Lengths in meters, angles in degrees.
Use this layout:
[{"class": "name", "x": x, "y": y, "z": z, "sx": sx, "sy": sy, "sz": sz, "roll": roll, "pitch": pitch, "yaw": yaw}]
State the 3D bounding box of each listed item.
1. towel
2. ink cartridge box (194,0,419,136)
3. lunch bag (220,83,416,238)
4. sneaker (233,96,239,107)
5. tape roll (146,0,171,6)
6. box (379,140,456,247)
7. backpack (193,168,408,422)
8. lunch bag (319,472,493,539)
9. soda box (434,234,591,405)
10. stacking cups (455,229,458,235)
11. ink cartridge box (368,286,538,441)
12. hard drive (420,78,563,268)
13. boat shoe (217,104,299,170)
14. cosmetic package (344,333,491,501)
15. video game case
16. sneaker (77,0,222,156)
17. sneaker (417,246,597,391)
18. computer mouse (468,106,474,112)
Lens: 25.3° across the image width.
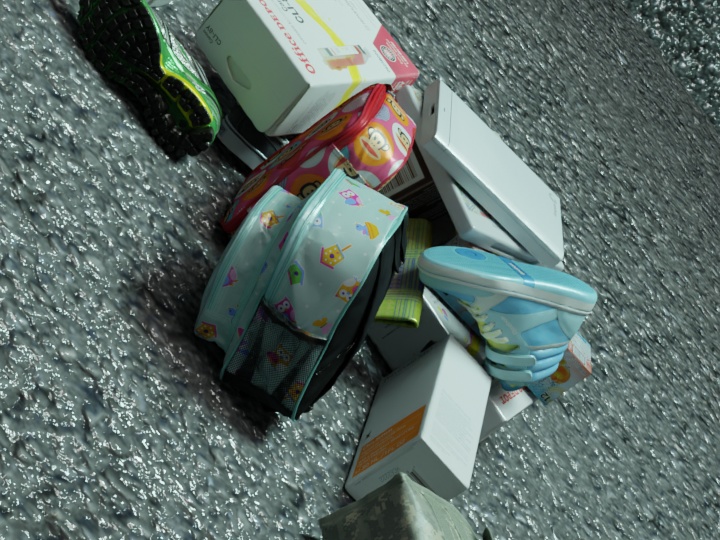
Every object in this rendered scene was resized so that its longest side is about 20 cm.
[{"class": "towel", "x": 0.000, "y": 0.000, "z": 1.636, "sx": 0.200, "sy": 0.143, "sz": 0.023, "roll": -81, "pitch": 169, "yaw": -59}, {"class": "ink cartridge box", "x": -0.054, "y": -0.226, "z": 1.693, "sx": 0.200, "sy": 0.083, "sz": 0.145, "roll": -15, "pitch": 64, "yaw": -53}, {"class": "lunch bag", "x": -0.037, "y": -0.099, "z": 1.595, "sx": 0.082, "sy": 0.200, "sz": 0.176, "roll": 50, "pitch": 22, "yaw": -12}, {"class": "sneaker", "x": -0.050, "y": -0.156, "z": 1.777, "sx": 0.200, "sy": 0.085, "sz": 0.077, "roll": 40, "pitch": 30, "yaw": -28}, {"class": "tape roll", "x": -0.224, "y": -0.407, "z": 1.724, "sx": 0.203, "sy": 0.139, "sz": 0.203, "roll": 41, "pitch": 27, "yaw": -26}, {"class": "box", "x": 0.067, "y": -0.074, "z": 1.806, "sx": 0.200, "sy": 0.100, "sz": 0.075, "roll": 44, "pitch": 22, "yaw": -60}, {"class": "backpack", "x": -0.048, "y": 0.006, "z": 1.444, "sx": 0.153, "sy": 0.200, "sz": 0.176, "roll": 37, "pitch": 28, "yaw": 0}, {"class": "lunch bag", "x": 0.072, "y": 0.297, "z": 1.392, "sx": 0.200, "sy": 0.117, "sz": 0.164, "roll": 39, "pitch": 27, "yaw": -42}, {"class": "soda box", "x": 0.160, "y": 0.047, "z": 1.711, "sx": 0.200, "sy": 0.068, "sz": 0.064, "roll": 46, "pitch": 23, "yaw": -16}, {"class": "stacking cups", "x": 0.152, "y": 0.026, "z": 1.828, "sx": 0.061, "sy": 0.060, "sz": 0.201, "roll": -92, "pitch": 171, "yaw": -50}, {"class": "ink cartridge box", "x": 0.096, "y": 0.086, "z": 1.732, "sx": 0.200, "sy": 0.084, "sz": 0.145, "roll": 57, "pitch": 24, "yaw": 7}, {"class": "hard drive", "x": 0.142, "y": -0.104, "z": 1.712, "sx": 0.200, "sy": 0.027, "sz": 0.132, "roll": 43, "pitch": 27, "yaw": -21}, {"class": "boat shoe", "x": -0.063, "y": -0.117, "z": 1.718, "sx": 0.200, "sy": 0.068, "sz": 0.072, "roll": 38, "pitch": 17, "yaw": -30}, {"class": "cosmetic package", "x": 0.060, "y": 0.156, "z": 1.560, "sx": 0.071, "sy": 0.101, "sz": 0.200, "roll": 48, "pitch": 25, "yaw": -13}, {"class": "video game case", "x": 0.130, "y": -0.096, "z": 1.739, "sx": 0.182, "sy": 0.023, "sz": 0.201, "roll": 21, "pitch": 39, "yaw": -49}, {"class": "sneaker", "x": -0.209, "y": -0.207, "z": 1.592, "sx": 0.200, "sy": 0.078, "sz": 0.085, "roll": 59, "pitch": 17, "yaw": -12}, {"class": "sneaker", "x": 0.133, "y": 0.055, "z": 1.617, "sx": 0.199, "sy": 0.131, "sz": 0.080, "roll": 14, "pitch": 18, "yaw": -21}, {"class": "computer mouse", "x": 0.110, "y": -0.089, "z": 1.928, "sx": 0.044, "sy": 0.109, "sz": 0.201, "roll": -170, "pitch": -119, "yaw": -74}]
